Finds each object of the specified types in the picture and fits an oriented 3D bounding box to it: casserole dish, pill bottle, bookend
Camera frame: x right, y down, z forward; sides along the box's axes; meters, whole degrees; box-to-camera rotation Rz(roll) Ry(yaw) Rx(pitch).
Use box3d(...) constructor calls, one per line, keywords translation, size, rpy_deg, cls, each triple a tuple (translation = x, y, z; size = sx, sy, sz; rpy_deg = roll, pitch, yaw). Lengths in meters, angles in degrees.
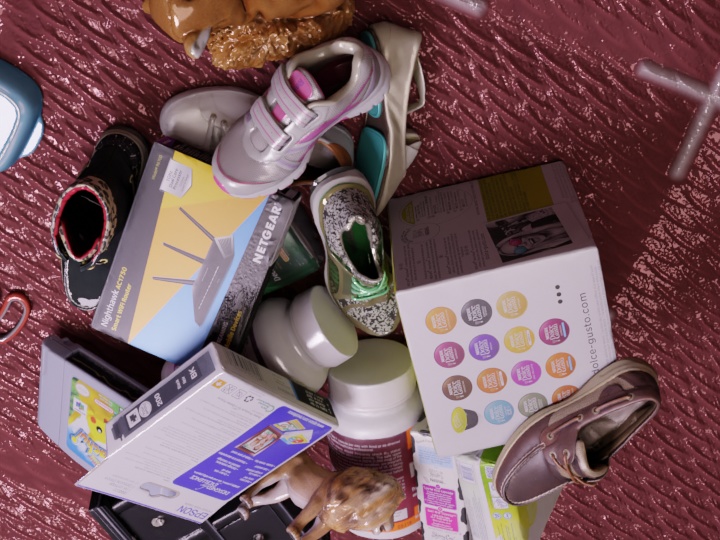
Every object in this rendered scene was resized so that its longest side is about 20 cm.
box3d(translation=(-0.408, -0.166, 1.306), size=(0.199, 0.039, 0.122), rpy_deg=(27, 113, -15), cls="casserole dish")
box3d(translation=(0.020, 0.185, 1.471), size=(0.113, 0.114, 0.202), rpy_deg=(-6, 119, 0), cls="pill bottle")
box3d(translation=(-0.167, 0.270, 1.519), size=(0.199, 0.092, 0.199), rpy_deg=(-29, 116, 11), cls="bookend")
box3d(translation=(-0.104, 0.097, 1.406), size=(0.199, 0.113, 0.112), rpy_deg=(-30, 116, 22), cls="pill bottle")

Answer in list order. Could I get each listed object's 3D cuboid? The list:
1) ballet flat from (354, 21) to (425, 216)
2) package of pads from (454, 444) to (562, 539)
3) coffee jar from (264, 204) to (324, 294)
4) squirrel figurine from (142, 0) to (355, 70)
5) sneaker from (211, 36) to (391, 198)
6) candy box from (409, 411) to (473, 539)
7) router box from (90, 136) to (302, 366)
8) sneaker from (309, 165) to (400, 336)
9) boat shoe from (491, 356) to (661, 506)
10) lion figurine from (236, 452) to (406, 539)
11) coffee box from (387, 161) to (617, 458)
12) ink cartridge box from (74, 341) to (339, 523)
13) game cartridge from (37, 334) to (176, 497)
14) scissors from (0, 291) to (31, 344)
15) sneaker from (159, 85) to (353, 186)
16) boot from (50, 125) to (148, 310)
box3d(translation=(0.034, -0.148, 1.328), size=(0.069, 0.070, 0.202), rpy_deg=(1, 117, -4), cls="ballet flat")
box3d(translation=(0.170, 0.198, 1.437), size=(0.068, 0.200, 0.156), rpy_deg=(3, 126, 28), cls="package of pads")
box3d(translation=(-0.144, -0.005, 1.378), size=(0.199, 0.086, 0.105), rpy_deg=(-30, 114, 13), cls="coffee jar")
box3d(translation=(-0.099, -0.247, 1.203), size=(0.186, 0.141, 0.201), rpy_deg=(-36, 149, -18), cls="squirrel figurine")
box3d(translation=(-0.062, -0.151, 1.231), size=(0.200, 0.088, 0.081), rpy_deg=(-43, 74, -4), cls="sneaker")
box3d(translation=(0.116, 0.227, 1.481), size=(0.060, 0.136, 0.202), rpy_deg=(7, 122, 25), cls="candy box")
box3d(translation=(-0.161, -0.010, 1.304), size=(0.148, 0.051, 0.202), rpy_deg=(22, 105, 2), cls="router box")
box3d(translation=(0.000, 0.000, 1.322), size=(0.076, 0.089, 0.201), rpy_deg=(-20, 127, -1), cls="sneaker")
box3d(translation=(0.207, 0.168, 1.271), size=(0.200, 0.072, 0.072), rpy_deg=(-40, 115, 19), cls="boat shoe")
box3d(translation=(-0.053, 0.233, 1.418), size=(0.122, 0.199, 0.073), rpy_deg=(-42, 135, -23), cls="lion figurine")
box3d(translation=(0.141, 0.036, 1.350), size=(0.196, 0.201, 0.201), rpy_deg=(-12, 119, 5), cls="coffee box")
box3d(translation=(-0.154, 0.168, 1.330), size=(0.199, 0.044, 0.198), rpy_deg=(-37, 143, 16), cls="ink cartridge box")
box3d(translation=(-0.267, 0.167, 1.428), size=(0.199, 0.040, 0.134), rpy_deg=(28, 131, 21), cls="game cartridge")
box3d(translation=(-0.433, 0.091, 1.454), size=(0.073, 0.014, 0.200), rpy_deg=(31, 111, -20), cls="scissors")
box3d(translation=(-0.102, -0.129, 1.316), size=(0.198, 0.085, 0.073), rpy_deg=(9, 119, -6), cls="sneaker")
box3d(translation=(-0.271, -0.028, 1.317), size=(0.073, 0.154, 0.205), rpy_deg=(18, 114, -3), cls="boot")
